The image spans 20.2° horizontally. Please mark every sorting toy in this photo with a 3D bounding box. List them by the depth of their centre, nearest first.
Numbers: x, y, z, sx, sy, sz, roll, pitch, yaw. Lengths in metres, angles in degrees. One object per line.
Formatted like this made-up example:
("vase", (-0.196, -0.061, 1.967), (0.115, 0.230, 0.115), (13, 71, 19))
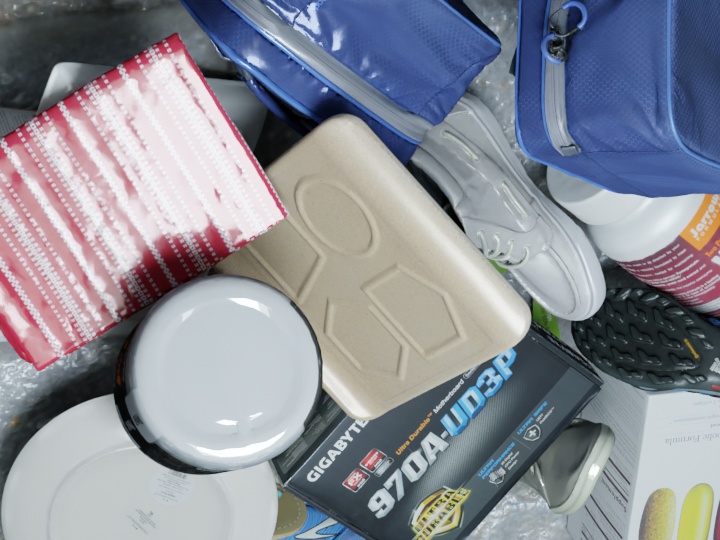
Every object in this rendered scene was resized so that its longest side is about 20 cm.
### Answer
("sorting toy", (0.000, 0.000, 1.325), (0.185, 0.200, 0.036), (48, 52, -7))

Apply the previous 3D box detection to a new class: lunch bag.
("lunch bag", (0.178, -0.124, 1.315), (0.200, 0.132, 0.136), (19, 71, -52))
("lunch bag", (-0.016, -0.156, 1.316), (0.200, 0.136, 0.132), (34, 103, -33))

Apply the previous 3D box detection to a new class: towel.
("towel", (-0.164, -0.041, 1.278), (0.200, 0.022, 0.145), (-31, 111, 2))

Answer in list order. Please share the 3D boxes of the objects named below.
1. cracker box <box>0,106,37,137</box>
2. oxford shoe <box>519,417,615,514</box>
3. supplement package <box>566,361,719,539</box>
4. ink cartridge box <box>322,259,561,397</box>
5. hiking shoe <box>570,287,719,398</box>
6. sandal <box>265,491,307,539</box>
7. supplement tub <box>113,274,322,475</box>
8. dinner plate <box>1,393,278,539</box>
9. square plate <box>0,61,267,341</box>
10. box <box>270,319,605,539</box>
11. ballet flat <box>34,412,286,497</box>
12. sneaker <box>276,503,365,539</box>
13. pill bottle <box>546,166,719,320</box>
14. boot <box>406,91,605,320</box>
("cracker box", (-0.282, -0.042, 1.338), (0.199, 0.058, 0.134), (5, 116, -22))
("oxford shoe", (0.145, 0.139, 1.529), (0.058, 0.200, 0.075), (31, 87, -7))
("supplement package", (0.244, 0.151, 1.609), (0.113, 0.110, 0.201), (-6, 120, -17))
("ink cartridge box", (0.063, 0.066, 1.515), (0.199, 0.076, 0.148), (-22, 123, -6))
("hiking shoe", (0.252, 0.067, 1.494), (0.087, 0.199, 0.075), (39, 68, -62))
("sandal", (-0.151, 0.183, 1.517), (0.211, 0.078, 0.070), (8, 135, -18))
("supplement tub", (-0.099, 0.072, 1.323), (0.122, 0.200, 0.123), (2, 82, -11))
("dinner plate", (-0.158, 0.178, 1.452), (0.199, 0.024, 0.201), (-4, 116, -8))
("square plate", (-0.154, -0.037, 1.354), (0.198, 0.028, 0.201), (0, 117, -50))
("box", (0.056, 0.108, 1.463), (0.159, 0.046, 0.200), (36, 101, -32))
("ballet flat", (-0.138, 0.117, 1.483), (0.199, 0.067, 0.064), (15, 80, -17))
("sneaker", (-0.033, 0.217, 1.557), (0.199, 0.089, 0.079), (-8, 120, -14))
("pill bottle", (0.237, -0.039, 1.500), (0.200, 0.110, 0.110), (34, 103, -32))
("boot", (0.091, -0.025, 1.432), (0.073, 0.096, 0.200), (-25, 108, 46))
